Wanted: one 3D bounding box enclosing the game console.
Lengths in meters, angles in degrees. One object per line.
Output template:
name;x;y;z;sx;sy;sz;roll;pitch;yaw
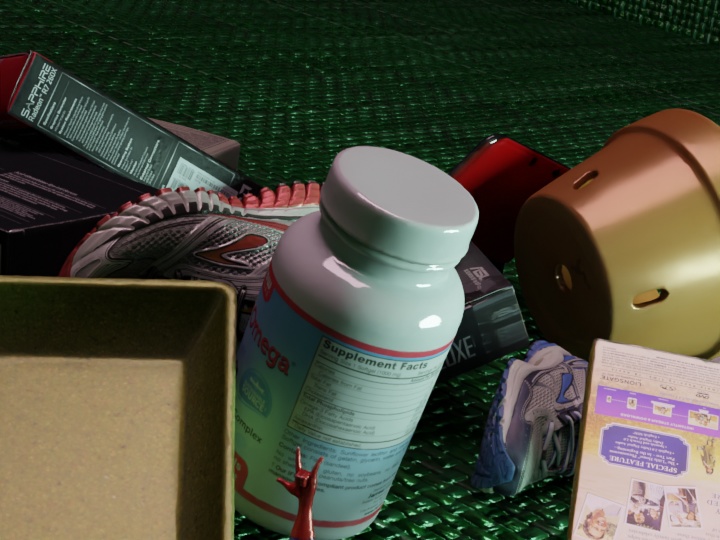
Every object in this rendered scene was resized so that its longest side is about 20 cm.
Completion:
game console;0.065;-0.061;1.352;0.171;0.120;0.199;20;2;31

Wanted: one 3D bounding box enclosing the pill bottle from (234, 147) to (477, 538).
pill bottle;-0.009;0.040;0.898;0.107;0.202;0.109;17;26;-9

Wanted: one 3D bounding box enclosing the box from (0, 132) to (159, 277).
box;-0.231;-0.026;1.027;0.198;0.080;0.140;20;24;36

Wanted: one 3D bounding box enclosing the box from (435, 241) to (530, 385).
box;0.013;0.026;1.148;0.156;0.050;0.200;-22;23;-5

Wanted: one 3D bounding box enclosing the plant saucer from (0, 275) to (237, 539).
plant saucer;-0.164;0.092;0.841;0.197;0.048;0.201;2;47;-5

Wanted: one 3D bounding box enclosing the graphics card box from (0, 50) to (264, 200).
graphics card box;-0.180;-0.085;1.158;0.199;0.051;0.125;29;-12;-30

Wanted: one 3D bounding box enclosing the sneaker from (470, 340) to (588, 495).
sneaker;0.131;0.097;1.060;0.084;0.078;0.200;19;20;14

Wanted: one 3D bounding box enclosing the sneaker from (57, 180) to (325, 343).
sneaker;-0.083;0.000;0.954;0.198;0.078;0.083;-8;65;-31

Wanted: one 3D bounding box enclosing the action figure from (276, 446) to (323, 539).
action figure;0.006;0.157;0.779;0.198;0.100;0.065;14;18;22

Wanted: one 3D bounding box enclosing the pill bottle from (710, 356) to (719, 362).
pill bottle;0.267;0.110;1.022;0.198;0.117;0.116;0;20;-27

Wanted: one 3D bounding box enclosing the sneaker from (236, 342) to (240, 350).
sneaker;-0.130;0.008;1.135;0.199;0.078;0.099;20;-20;51

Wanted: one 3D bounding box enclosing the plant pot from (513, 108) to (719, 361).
plant pot;0.212;-0.013;1.278;0.139;0.203;0.200;-17;27;-22

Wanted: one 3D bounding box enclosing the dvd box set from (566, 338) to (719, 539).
dvd box set;0.184;0.134;0.876;0.144;0.030;0.202;10;49;4

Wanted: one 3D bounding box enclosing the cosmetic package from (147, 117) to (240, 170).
cosmetic package;-0.189;-0.062;1.354;0.102;0.088;0.200;17;18;18
